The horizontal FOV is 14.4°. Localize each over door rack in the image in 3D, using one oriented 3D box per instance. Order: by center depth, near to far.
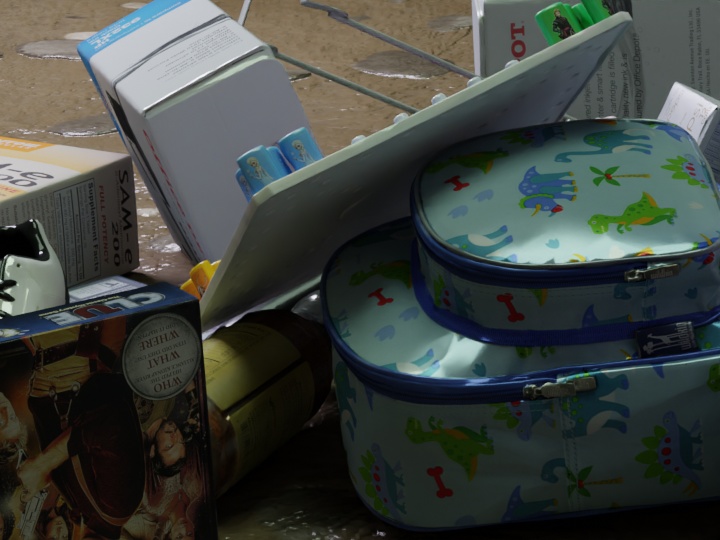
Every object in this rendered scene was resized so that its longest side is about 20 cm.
[{"bbox_3d":[0.022,-0.095,1.623,0.199,0.067,0.148,34,-13,-14],"label":"over door rack"}]

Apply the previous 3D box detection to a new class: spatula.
[{"bbox_3d":[0.000,0.000,1.512,0.199,0.021,0.056,-24,19,-23],"label":"spatula"}]

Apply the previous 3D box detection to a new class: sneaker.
[{"bbox_3d":[-0.183,0.042,1.400,0.073,0.081,0.200,-9,24,5],"label":"sneaker"}]

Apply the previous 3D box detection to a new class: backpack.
[{"bbox_3d":[0.082,0.021,1.289,0.198,0.148,0.183,-11,27,0],"label":"backpack"}]

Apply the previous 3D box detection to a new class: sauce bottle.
[{"bbox_3d":[-0.052,0.058,1.379,0.066,0.067,0.200,4,16,24],"label":"sauce bottle"}]

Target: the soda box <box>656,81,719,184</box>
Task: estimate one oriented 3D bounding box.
[{"bbox_3d":[0.238,-0.024,1.440,0.199,0.064,0.068,23,9,-18],"label":"soda box"}]

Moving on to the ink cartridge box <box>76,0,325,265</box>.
[{"bbox_3d":[-0.081,-0.068,1.636,0.083,0.146,0.200,-28,21,-7],"label":"ink cartridge box"}]

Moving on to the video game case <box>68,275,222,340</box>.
[{"bbox_3d":[-0.129,0.044,1.519,0.142,0.019,0.199,-17,22,-37],"label":"video game case"}]

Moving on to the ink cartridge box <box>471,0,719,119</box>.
[{"bbox_3d":[0.168,-0.111,1.752,0.198,0.146,0.083,-4,17,-3],"label":"ink cartridge box"}]

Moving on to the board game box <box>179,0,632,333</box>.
[{"bbox_3d":[0.014,-0.050,1.338,0.199,0.026,0.200,-27,-11,-19],"label":"board game box"}]

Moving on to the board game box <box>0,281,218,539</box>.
[{"bbox_3d":[-0.155,0.091,1.156,0.199,0.137,0.035,-13,19,-28],"label":"board game box"}]

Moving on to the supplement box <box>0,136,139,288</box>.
[{"bbox_3d":[-0.239,-0.018,1.652,0.125,0.074,0.200,9,20,35],"label":"supplement box"}]

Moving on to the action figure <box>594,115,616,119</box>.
[{"bbox_3d":[0.120,0.012,1.498,0.149,0.134,0.200,-43,-13,21],"label":"action figure"}]
